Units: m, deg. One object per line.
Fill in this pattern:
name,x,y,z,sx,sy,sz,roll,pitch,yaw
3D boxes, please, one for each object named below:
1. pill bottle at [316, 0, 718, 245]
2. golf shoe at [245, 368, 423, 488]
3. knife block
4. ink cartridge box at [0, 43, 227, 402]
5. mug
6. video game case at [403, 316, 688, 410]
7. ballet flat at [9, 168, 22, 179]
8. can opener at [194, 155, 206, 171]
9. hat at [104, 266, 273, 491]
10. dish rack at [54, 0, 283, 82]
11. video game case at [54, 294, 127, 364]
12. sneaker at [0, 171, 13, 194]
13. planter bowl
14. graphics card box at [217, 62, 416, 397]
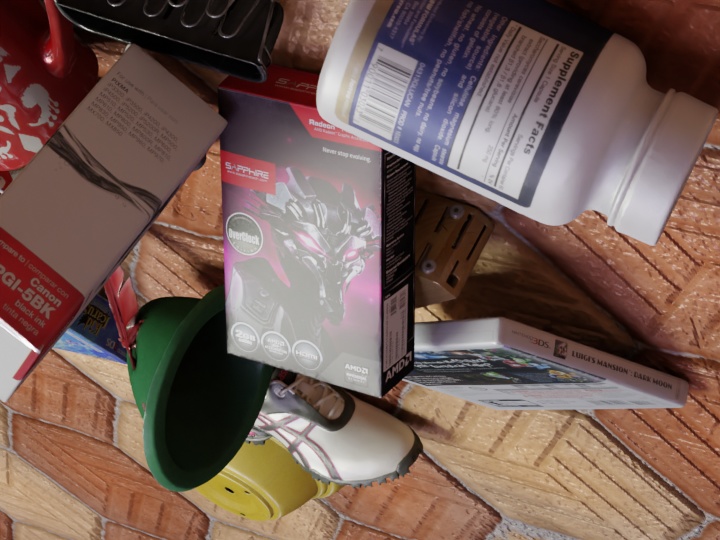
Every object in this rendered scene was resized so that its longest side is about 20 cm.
pill bottle,0.087,-0.092,1.100,0.200,0.111,0.111,26,156,8
golf shoe,-0.044,0.119,1.701,0.200,0.077,0.088,18,144,21
knife block,0.000,0.000,1.431,0.200,0.064,0.176,19,154,21
ink cartridge box,-0.186,-0.029,1.289,0.083,0.200,0.147,39,157,-5
mug,-0.267,-0.161,1.327,0.177,0.134,0.200,18,159,51
video game case,0.098,0.068,1.431,0.182,0.023,0.200,19,166,-35
ballet flat,-0.336,-0.062,1.679,0.067,0.062,0.200,38,154,-17
can opener,-0.199,-0.101,1.466,0.200,0.053,0.067,12,150,36
hat,-0.181,0.057,1.642,0.176,0.200,0.166,19,174,28
dish rack,-0.133,-0.198,1.190,0.153,0.055,0.200,18,160,23
video game case,-0.310,0.022,1.753,0.181,0.046,0.200,13,167,23
sneaker,-0.306,-0.067,1.514,0.113,0.071,0.200,60,-175,-11
planter bowl,-0.103,0.172,1.852,0.200,0.084,0.200,24,156,12
graphics card box,-0.028,-0.026,1.312,0.125,0.051,0.200,15,122,26
